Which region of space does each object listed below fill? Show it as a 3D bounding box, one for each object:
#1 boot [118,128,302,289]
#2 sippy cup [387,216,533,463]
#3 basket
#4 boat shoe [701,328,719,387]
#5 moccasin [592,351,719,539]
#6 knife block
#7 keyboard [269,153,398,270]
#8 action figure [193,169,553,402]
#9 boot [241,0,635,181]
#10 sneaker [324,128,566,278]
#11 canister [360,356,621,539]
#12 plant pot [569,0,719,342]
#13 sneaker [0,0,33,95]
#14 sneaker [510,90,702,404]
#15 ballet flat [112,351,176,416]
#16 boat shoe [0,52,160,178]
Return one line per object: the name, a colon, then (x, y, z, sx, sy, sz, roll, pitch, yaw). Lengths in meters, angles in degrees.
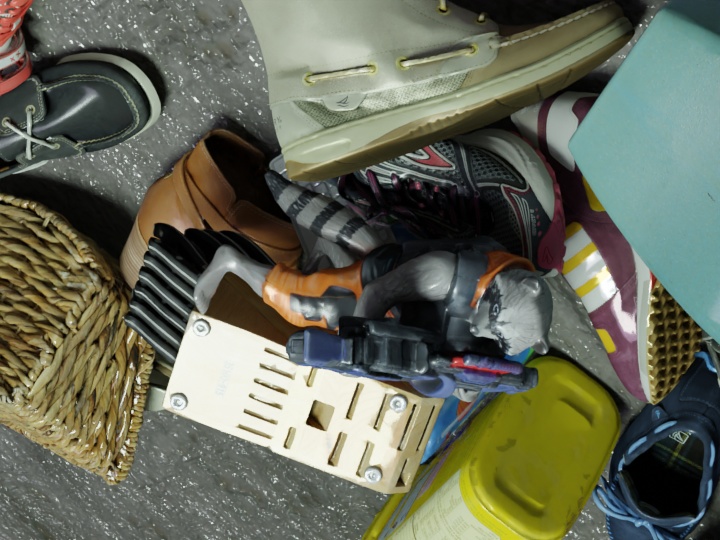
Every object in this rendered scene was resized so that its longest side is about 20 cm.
boot: (-0.063, 0.007, 1.221, 0.200, 0.074, 0.155, 37, 137, -4)
sippy cup: (0.029, 0.049, 1.145, 0.139, 0.130, 0.178, 21, 139, 19)
basket: (-0.237, 0.038, 1.333, 0.200, 0.143, 0.149, 21, 163, 36)
boat shoe: (0.223, 0.019, 1.023, 0.071, 0.064, 0.200, 2, 129, 35)
moccasin: (0.185, 0.128, 1.154, 0.080, 0.068, 0.200, 23, 142, 15)
knife block: (-0.045, 0.039, 1.083, 0.200, 0.176, 0.064, 20, 110, 2)
keyboard: (0.000, 0.000, 1.087, 0.056, 0.200, 0.011, -30, 151, 12)
action figure: (0.010, 0.008, 0.958, 0.193, 0.105, 0.200, 10, 179, 31)
boot: (0.032, -0.149, 0.981, 0.200, 0.072, 0.155, -20, 84, 6)
sneaker: (0.038, -0.044, 1.035, 0.200, 0.075, 0.081, 31, 133, 43)
canister: (0.076, 0.159, 1.206, 0.086, 0.149, 0.200, 37, 139, -1)
plant pot: (0.214, -0.046, 0.883, 0.200, 0.141, 0.141, 40, 125, 9)
sneaker: (-0.231, -0.169, 1.175, 0.201, 0.067, 0.108, -3, 128, 43)
sneaker: (0.141, -0.015, 1.054, 0.090, 0.075, 0.200, 14, 130, 38)
ballet flat: (-0.187, 0.068, 1.375, 0.200, 0.070, 0.070, 14, 136, 26)
boat shoe: (-0.215, -0.096, 1.235, 0.200, 0.068, 0.072, -6, 123, 38)
